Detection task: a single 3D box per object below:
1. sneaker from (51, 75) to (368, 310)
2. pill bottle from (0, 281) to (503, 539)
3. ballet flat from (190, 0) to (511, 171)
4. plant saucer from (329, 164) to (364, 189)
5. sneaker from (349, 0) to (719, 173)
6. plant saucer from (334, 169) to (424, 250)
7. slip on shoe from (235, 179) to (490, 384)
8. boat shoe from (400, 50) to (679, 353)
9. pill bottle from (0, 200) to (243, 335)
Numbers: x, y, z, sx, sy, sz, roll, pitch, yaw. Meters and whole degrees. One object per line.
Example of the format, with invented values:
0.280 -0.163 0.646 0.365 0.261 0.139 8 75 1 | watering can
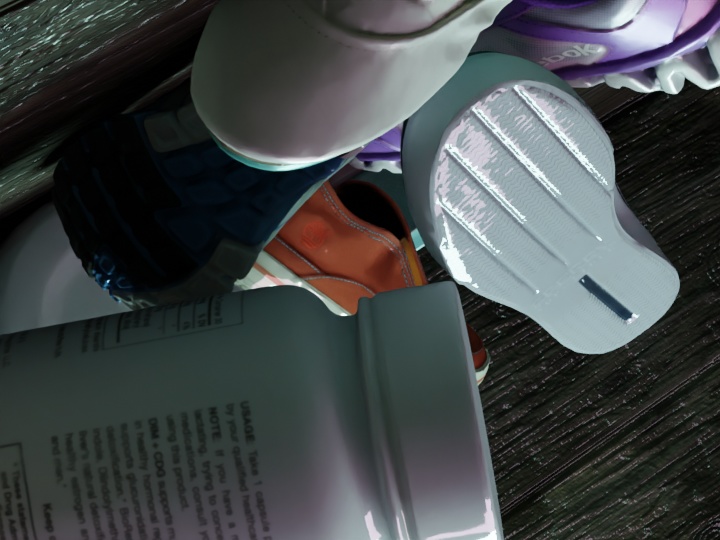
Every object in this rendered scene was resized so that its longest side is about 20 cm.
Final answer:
-0.027 -0.052 0.999 0.200 0.075 0.087 -34 -177 43 | sneaker
-0.057 0.068 0.979 0.199 0.114 0.113 -10 179 3 | pill bottle
0.022 -0.099 0.869 0.200 0.070 0.069 -37 -179 -42 | ballet flat
-0.007 -0.061 1.338 0.200 0.051 0.201 -32 178 -1 | plant saucer
0.048 -0.098 1.060 0.199 0.081 0.088 -15 151 30 | sneaker
-0.007 -0.013 1.279 0.199 0.036 0.200 -32 177 -2 | plant saucer
0.000 0.000 1.126 0.061 0.074 0.200 -59 145 -2 | slip on shoe
0.051 -0.030 1.021 0.072 0.071 0.200 -38 151 1 | boat shoe
-0.123 0.046 1.194 0.111 0.112 0.200 -32 178 -26 | pill bottle
